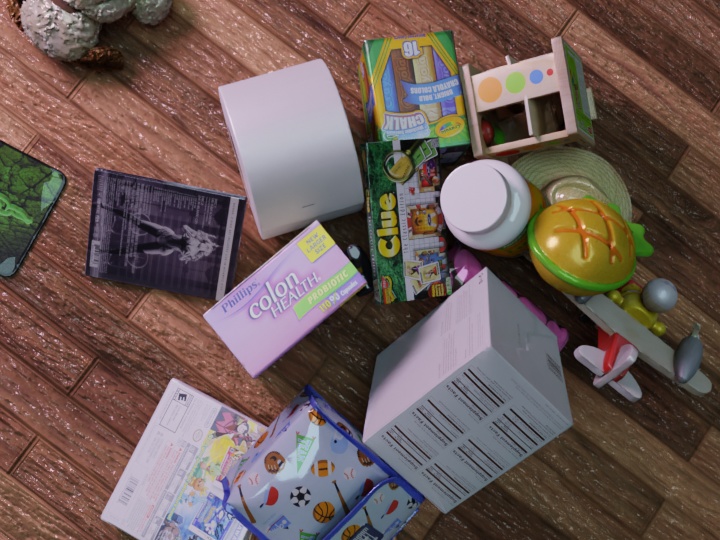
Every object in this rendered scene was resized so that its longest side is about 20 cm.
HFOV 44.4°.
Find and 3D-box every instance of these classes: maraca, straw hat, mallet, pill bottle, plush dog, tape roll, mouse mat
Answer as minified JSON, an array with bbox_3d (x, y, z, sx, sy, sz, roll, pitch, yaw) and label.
[{"bbox_3d":[0.284,-0.036,1.089,0.199,0.107,0.137,-26,64,-41],"label":"maraca"},{"bbox_3d":[0.296,-0.090,1.222,0.199,0.085,0.204,1,83,-5],"label":"straw hat"},{"bbox_3d":[0.000,0.000,1.127,0.041,0.200,0.066,-30,90,-2],"label":"mallet"},{"bbox_3d":[0.169,-0.079,1.123,0.110,0.200,0.112,-2,86,22],"label":"pill bottle"},{"bbox_3d":[-0.375,-0.359,1.170,0.199,0.161,0.173,32,105,-2],"label":"plush dog"},{"bbox_3d":[-0.090,-0.155,1.135,0.138,0.203,0.205,-16,85,-7],"label":"tape roll"},{"bbox_3d":[-0.517,-0.103,1.186,0.199,0.008,0.162,27,82,-1],"label":"mouse mat"}]

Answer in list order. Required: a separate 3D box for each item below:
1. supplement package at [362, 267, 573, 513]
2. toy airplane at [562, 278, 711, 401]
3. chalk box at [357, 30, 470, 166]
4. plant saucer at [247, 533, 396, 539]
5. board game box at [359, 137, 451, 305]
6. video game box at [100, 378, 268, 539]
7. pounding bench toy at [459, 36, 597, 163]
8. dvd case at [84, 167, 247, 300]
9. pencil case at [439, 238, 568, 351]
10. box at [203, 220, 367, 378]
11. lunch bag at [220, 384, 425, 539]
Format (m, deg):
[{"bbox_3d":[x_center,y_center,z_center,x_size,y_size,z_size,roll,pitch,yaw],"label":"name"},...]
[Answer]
[{"bbox_3d":[0.129,0.144,1.079,0.147,0.192,0.200,43,114,-14],"label":"supplement package"},{"bbox_3d":[0.350,0.069,1.140,0.199,0.200,0.141,14,126,-39],"label":"toy airplane"},{"bbox_3d":[0.071,-0.201,1.194,0.123,0.125,0.202,-7,83,-6],"label":"chalk box"},{"bbox_3d":[-0.051,0.369,1.163,0.198,0.037,0.203,1,84,-6],"label":"plant saucer"},{"bbox_3d":[0.058,-0.063,1.110,0.104,0.023,0.202,-8,96,-20],"label":"board game box"},{"bbox_3d":[-0.207,0.269,1.139,0.181,0.047,0.201,25,82,12],"label":"video game box"},{"bbox_3d":[0.233,-0.219,1.219,0.155,0.200,0.126,-11,86,25],"label":"pounding bench toy"},{"bbox_3d":[-0.258,-0.045,1.167,0.198,0.016,0.150,11,111,-3],"label":"dvd case"},{"bbox_3d":[0.183,0.049,1.195,0.200,0.094,0.091,41,83,-2],"label":"pencil case"},{"bbox_3d":[-0.095,0.043,1.113,0.176,0.200,0.097,-40,88,-9],"label":"box"},{"bbox_3d":[-0.042,0.271,1.062,0.200,0.124,0.170,44,89,-11],"label":"lunch bag"}]
